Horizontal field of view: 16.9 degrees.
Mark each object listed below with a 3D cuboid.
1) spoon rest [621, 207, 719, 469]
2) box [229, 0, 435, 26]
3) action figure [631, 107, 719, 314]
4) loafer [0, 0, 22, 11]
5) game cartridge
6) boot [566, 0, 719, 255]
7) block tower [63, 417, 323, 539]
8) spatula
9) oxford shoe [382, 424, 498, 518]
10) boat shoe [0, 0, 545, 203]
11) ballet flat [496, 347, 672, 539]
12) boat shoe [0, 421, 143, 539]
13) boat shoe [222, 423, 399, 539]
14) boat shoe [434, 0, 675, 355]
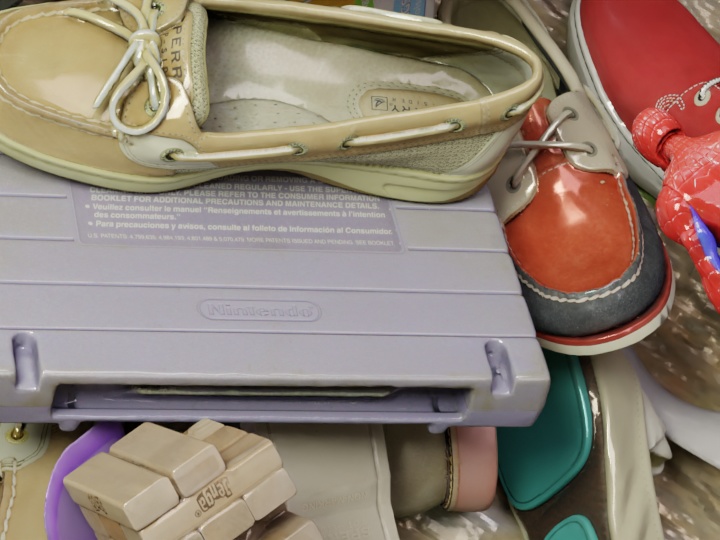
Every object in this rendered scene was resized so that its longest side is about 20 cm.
[{"bbox_3d":[0.162,0.062,0.948,0.200,0.061,0.099,44,20,13],"label":"spoon rest"},{"bbox_3d":[-0.066,-0.160,0.953,0.101,0.113,0.200,-29,54,-26],"label":"box"},{"bbox_3d":[0.169,0.009,0.896,0.065,0.052,0.200,-37,68,-10],"label":"action figure"},{"bbox_3d":[-0.157,-0.125,0.902,0.075,0.200,0.070,17,36,-36],"label":"loafer"},{"bbox_3d":[-0.043,0.000,0.846,0.199,0.039,0.130,2,41,-17],"label":"game cartridge"},{"bbox_3d":[0.166,-0.067,0.975,0.072,0.144,0.201,-25,70,-25],"label":"boot"},{"bbox_3d":[-0.020,0.141,0.792,0.054,0.058,0.201,-34,109,-20],"label":"block tower"},{"bbox_3d":[-0.062,0.149,0.815,0.056,0.020,0.201,-39,109,-60],"label":"spatula"},{"bbox_3d":[0.000,0.000,0.938,0.073,0.071,0.201,-7,61,-10],"label":"oxford shoe"},{"bbox_3d":[-0.038,-0.067,0.835,0.199,0.063,0.074,9,63,-15],"label":"boat shoe"},{"bbox_3d":[0.092,0.091,0.923,0.069,0.070,0.201,-1,64,-15],"label":"ballet flat"},{"bbox_3d":[-0.115,0.066,0.867,0.066,0.074,0.201,10,43,2],"label":"boat shoe"},{"bbox_3d":[-0.022,0.122,0.870,0.072,0.063,0.202,-1,81,-29],"label":"boat shoe"},{"bbox_3d":[0.068,-0.043,0.934,0.071,0.063,0.200,-16,37,-1],"label":"boat shoe"}]
